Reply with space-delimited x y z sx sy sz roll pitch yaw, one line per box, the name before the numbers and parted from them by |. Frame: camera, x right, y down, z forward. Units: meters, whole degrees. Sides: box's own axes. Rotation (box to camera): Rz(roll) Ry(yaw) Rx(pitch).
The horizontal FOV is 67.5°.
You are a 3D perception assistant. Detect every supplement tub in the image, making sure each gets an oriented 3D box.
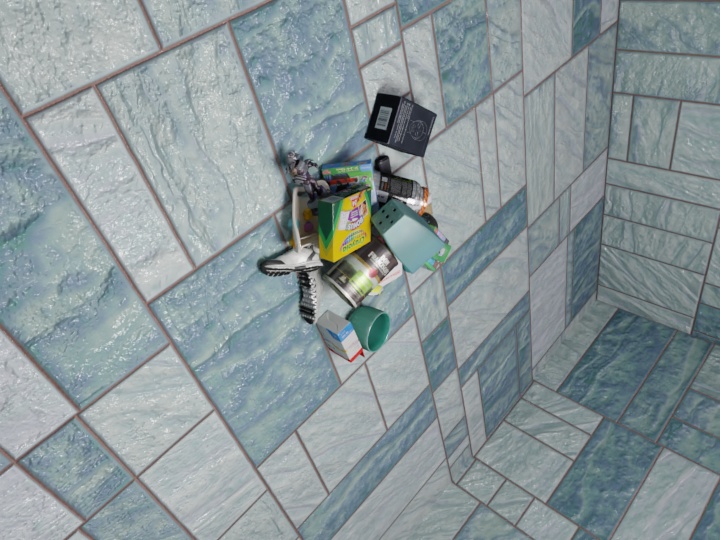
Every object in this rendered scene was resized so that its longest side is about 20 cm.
supplement tub | 0.111 -0.245 1.743 0.200 0.123 0.123 12 103 -10

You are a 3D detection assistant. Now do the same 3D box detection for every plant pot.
plant pot | 0.132 -0.119 1.659 0.141 0.141 0.200 -42 137 10

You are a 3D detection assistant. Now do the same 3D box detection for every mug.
mug | 0.023 0.216 1.949 0.152 0.114 0.185 -43 140 -38

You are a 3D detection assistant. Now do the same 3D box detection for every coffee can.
coffee can | 0.000 0.000 1.709 0.200 0.146 0.146 -46 138 -9

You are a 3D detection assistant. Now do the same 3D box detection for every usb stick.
usb stick | 0.089 -0.296 1.831 0.055 0.033 0.200 -39 134 -29

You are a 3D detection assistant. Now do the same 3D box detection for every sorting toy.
sorting toy | -0.142 -0.170 1.596 0.200 0.107 0.180 -22 117 -39

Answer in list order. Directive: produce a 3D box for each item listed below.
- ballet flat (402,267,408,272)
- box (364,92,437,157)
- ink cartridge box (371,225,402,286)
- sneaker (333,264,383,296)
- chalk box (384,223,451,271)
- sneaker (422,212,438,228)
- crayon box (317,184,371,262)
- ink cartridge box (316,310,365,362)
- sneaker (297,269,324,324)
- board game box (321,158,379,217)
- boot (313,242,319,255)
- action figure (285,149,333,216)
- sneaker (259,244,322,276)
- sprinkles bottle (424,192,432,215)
ballet flat | 0.158 -0.076 1.999 0.073 0.073 0.200 -46 138 -21
box | 0.132 -0.465 1.733 0.200 0.107 0.149 6 104 -48
ink cartridge box | 0.071 -0.057 1.892 0.145 0.084 0.200 -28 127 -36
sneaker | -0.010 0.035 1.811 0.200 0.075 0.077 15 94 -22
chalk box | 0.206 -0.085 1.807 0.124 0.200 0.125 35 79 -51
sneaker | 0.202 -0.175 1.938 0.200 0.079 0.075 21 122 -28
crayon box | -0.042 -0.140 1.561 0.200 0.058 0.173 -32 129 -50
ink cartridge box | -0.066 0.241 1.869 0.067 0.116 0.200 -44 136 -24
sneaker | -0.150 0.082 1.736 0.081 0.075 0.200 -29 130 -47
board game box | -0.026 -0.236 1.655 0.037 0.151 0.200 -84 165 -52
boot | -0.087 -0.059 1.696 0.200 0.073 0.091 -34 138 -58
action figure | -0.147 -0.255 1.510 0.200 0.069 0.130 56 36 -29
sneaker | -0.213 -0.031 1.619 0.200 0.074 0.080 -7 76 -37
sprinkles bottle | 0.240 -0.198 2.021 0.068 0.068 0.200 -37 133 -30
